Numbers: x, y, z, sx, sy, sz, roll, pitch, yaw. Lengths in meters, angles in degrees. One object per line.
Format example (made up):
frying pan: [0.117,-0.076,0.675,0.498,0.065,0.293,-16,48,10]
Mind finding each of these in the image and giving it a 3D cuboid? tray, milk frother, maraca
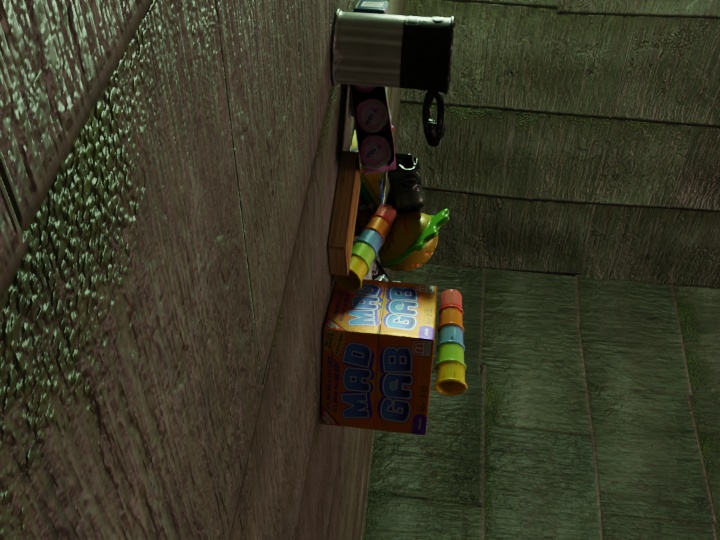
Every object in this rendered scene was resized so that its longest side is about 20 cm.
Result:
tray: [-0.027,-0.102,1.543,0.099,0.036,0.204,88,7,-60]
milk frother: [0.052,-0.306,1.377,0.181,0.184,0.205,-61,155,-78]
maraca: [0.105,-0.062,1.700,0.138,0.107,0.199,-55,-164,-29]

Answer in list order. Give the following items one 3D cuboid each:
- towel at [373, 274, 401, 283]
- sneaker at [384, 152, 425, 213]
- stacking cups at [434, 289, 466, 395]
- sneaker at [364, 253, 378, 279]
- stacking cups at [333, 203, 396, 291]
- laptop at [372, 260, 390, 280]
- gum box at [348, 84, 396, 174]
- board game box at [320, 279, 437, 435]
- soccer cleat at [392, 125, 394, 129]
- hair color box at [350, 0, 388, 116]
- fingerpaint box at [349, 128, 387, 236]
towel: [0.020,0.133,1.814,0.165,0.084,0.204,-42,141,-49]
sneaker: [0.086,-0.172,1.736,0.199,0.074,0.117,123,-38,-82]
stacking cups: [0.171,0.128,1.603,0.061,0.059,0.203,88,6,-58]
sneaker: [0.000,0.000,1.756,0.200,0.073,0.102,-56,149,-81]
stacking cups: [0.011,-0.053,1.629,0.061,0.059,0.202,90,21,-48]
laptop: [0.021,0.048,2.068,0.202,0.102,0.178,-59,137,-22]
gum box: [0.021,-0.272,1.529,0.113,0.065,0.205,10,72,-87]
board game box: [0.037,0.155,1.599,0.201,0.195,0.204,-77,171,-63]
soccer cleat: [0.035,-0.243,1.970,0.068,0.071,0.205,60,34,-82]
hair color box: [0.017,-0.404,1.640,0.100,0.059,0.204,-76,169,-64]
fingerpaint box: [0.016,-0.197,1.767,0.202,0.072,0.169,-80,173,-50]
